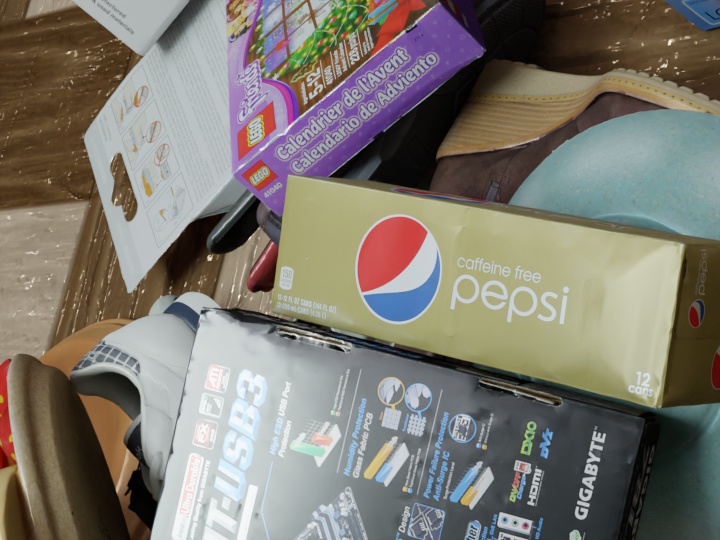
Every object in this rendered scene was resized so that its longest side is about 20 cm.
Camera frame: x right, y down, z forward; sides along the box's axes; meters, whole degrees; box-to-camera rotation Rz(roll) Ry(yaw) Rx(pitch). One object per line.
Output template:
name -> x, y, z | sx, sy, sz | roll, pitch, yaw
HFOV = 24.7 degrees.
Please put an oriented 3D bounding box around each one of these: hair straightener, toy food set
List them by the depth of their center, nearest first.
toy food set -> -0.149, 0.141, 0.824 | 0.048, 0.199, 0.201 | -17, 44, -3
hair straightener -> -0.029, -0.088, 0.925 | 0.077, 0.041, 0.201 | 39, 106, 21

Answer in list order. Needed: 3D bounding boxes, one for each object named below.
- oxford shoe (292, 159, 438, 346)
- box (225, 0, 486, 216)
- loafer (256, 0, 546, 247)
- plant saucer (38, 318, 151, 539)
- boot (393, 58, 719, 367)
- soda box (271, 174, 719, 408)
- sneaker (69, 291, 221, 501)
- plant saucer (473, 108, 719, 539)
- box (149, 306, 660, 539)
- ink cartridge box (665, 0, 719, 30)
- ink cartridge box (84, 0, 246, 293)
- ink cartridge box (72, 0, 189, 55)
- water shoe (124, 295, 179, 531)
oxford shoe -> 0.000, 0.000, 0.886 | 0.075, 0.058, 0.202 | 5, 71, 52
box -> -0.010, -0.133, 0.868 | 0.137, 0.039, 0.201 | -38, 31, 20
loafer -> 0.020, -0.086, 0.864 | 0.063, 0.072, 0.201 | 28, 73, 31
plant saucer -> -0.180, 0.122, 1.025 | 0.199, 0.037, 0.202 | -23, 55, 37
boot -> 0.103, -0.010, 0.788 | 0.199, 0.072, 0.168 | 16, 90, 51
soda box -> 0.059, 0.005, 0.687 | 0.199, 0.067, 0.065 | 11, 96, 38
sneaker -> -0.065, 0.105, 0.835 | 0.200, 0.080, 0.077 | 47, 145, 23
plant saucer -> 0.120, 0.031, 0.706 | 0.200, 0.039, 0.203 | 1, 91, 39
box -> 0.006, 0.133, 0.687 | 0.197, 0.050, 0.202 | 13, 90, 19
ink cartridge box -> 0.154, -0.192, 0.716 | 0.136, 0.199, 0.077 | -12, 61, 42
ink cartridge box -> -0.089, -0.098, 1.044 | 0.200, 0.050, 0.163 | -48, 43, 24
ink cartridge box -> -0.104, -0.257, 1.071 | 0.200, 0.084, 0.145 | -47, 17, 19
water shoe -> -0.105, 0.103, 0.923 | 0.079, 0.071, 0.201 | -33, 49, 18
